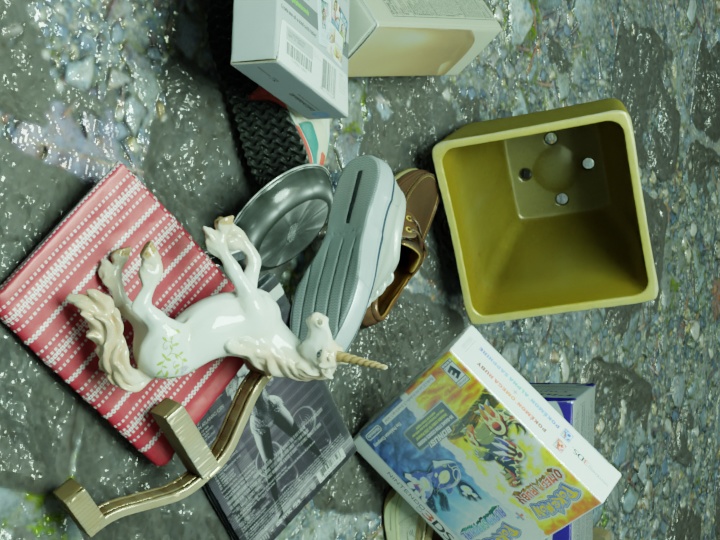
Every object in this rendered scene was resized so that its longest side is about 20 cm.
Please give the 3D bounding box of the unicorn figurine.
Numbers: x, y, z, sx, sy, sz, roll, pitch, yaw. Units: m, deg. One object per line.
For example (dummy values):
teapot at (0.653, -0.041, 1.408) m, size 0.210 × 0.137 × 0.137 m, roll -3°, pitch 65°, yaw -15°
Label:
unicorn figurine at (-0.099, 0.033, 0.853) m, size 0.199 × 0.074 × 0.138 m, roll -18°, pitch 95°, yaw -5°

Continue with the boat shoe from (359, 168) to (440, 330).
boat shoe at (0.034, -0.020, 1.120) m, size 0.200 × 0.067 × 0.072 m, roll -58°, pitch 132°, yaw -33°

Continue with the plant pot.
plant pot at (0.202, -0.080, 1.239) m, size 0.200 × 0.194 × 0.196 m, roll -57°, pitch 136°, yaw -66°

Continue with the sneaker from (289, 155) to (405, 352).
sneaker at (0.000, 0.000, 1.020) m, size 0.071 × 0.073 × 0.201 m, roll 39°, pitch 63°, yaw -43°

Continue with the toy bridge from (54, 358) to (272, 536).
toy bridge at (-0.131, 0.127, 0.882) m, size 0.200 × 0.027 × 0.067 m, roll -41°, pitch 120°, yaw -26°

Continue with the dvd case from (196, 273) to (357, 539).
dvd case at (-0.086, 0.126, 0.999) m, size 0.149 × 0.016 × 0.200 m, roll -43°, pitch 124°, yaw -33°

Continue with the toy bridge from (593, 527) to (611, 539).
toy bridge at (0.262, 0.395, 1.450) m, size 0.200 × 0.027 × 0.067 m, roll -31°, pitch 117°, yaw -47°

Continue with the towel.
towel at (-0.165, 0.036, 0.880) m, size 0.145 × 0.022 × 0.200 m, roll -52°, pitch 125°, yaw -21°

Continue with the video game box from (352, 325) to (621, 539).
video game box at (0.104, 0.169, 1.056) m, size 0.182 × 0.200 × 0.047 m, roll 43°, pitch 48°, yaw 3°

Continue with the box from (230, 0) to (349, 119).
box at (-0.048, -0.233, 0.902) m, size 0.156 × 0.041 × 0.201 m, roll 21°, pitch 70°, yaw -71°

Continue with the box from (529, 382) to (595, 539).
box at (0.187, 0.217, 1.244) m, size 0.200 × 0.105 × 0.185 m, roll 3°, pitch 88°, yaw -73°

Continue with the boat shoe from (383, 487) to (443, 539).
boat shoe at (0.074, 0.308, 1.177) m, size 0.074 × 0.066 × 0.201 m, roll -32°, pitch 115°, yaw -47°

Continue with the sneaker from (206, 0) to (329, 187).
sneaker at (-0.070, -0.171, 1.000) m, size 0.093 × 0.070 × 0.201 m, roll -43°, pitch 123°, yaw -63°

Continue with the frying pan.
frying pan at (-0.087, -0.035, 0.949) m, size 0.190 × 0.031 × 0.115 m, roll -15°, pitch 144°, yaw -53°

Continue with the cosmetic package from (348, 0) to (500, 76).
cosmetic package at (0.030, -0.237, 1.076) m, size 0.200 × 0.071 × 0.105 m, roll -11°, pitch 64°, yaw -50°
